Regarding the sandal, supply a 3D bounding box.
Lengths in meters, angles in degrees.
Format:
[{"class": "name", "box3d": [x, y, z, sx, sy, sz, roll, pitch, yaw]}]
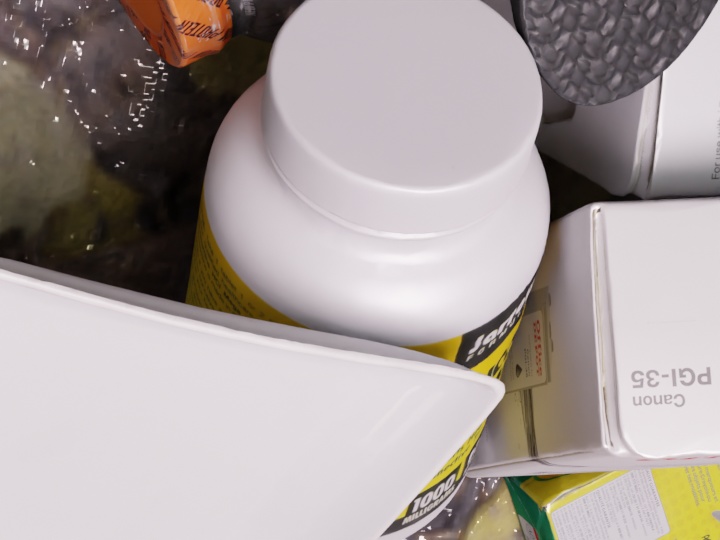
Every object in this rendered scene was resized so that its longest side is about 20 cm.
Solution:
[{"class": "sandal", "box3d": [0.075, -0.149, 0.788, 0.075, 0.048, 0.202, -10, 118, -14]}]

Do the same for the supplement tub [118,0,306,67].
[{"class": "supplement tub", "box3d": [0.003, -0.155, 0.852, 0.199, 0.122, 0.123, -30, 117, -12]}]

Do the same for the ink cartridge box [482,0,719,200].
[{"class": "ink cartridge box", "box3d": [0.157, -0.083, 0.931, 0.199, 0.146, 0.085, -2, 107, -23]}]

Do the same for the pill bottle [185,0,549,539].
[{"class": "pill bottle", "box3d": [0.000, 0.000, 0.860, 0.112, 0.113, 0.201, -14, 149, -19]}]

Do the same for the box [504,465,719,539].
[{"class": "box", "box3d": [0.165, 0.089, 1.052, 0.199, 0.048, 0.118, -24, 115, -12]}]

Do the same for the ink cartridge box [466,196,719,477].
[{"class": "ink cartridge box", "box3d": [0.123, 0.025, 0.904, 0.145, 0.200, 0.083, -2, 84, -12]}]

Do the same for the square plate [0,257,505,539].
[{"class": "square plate", "box3d": [-0.086, 0.062, 0.812, 0.197, 0.029, 0.200, 13, 139, -24]}]
